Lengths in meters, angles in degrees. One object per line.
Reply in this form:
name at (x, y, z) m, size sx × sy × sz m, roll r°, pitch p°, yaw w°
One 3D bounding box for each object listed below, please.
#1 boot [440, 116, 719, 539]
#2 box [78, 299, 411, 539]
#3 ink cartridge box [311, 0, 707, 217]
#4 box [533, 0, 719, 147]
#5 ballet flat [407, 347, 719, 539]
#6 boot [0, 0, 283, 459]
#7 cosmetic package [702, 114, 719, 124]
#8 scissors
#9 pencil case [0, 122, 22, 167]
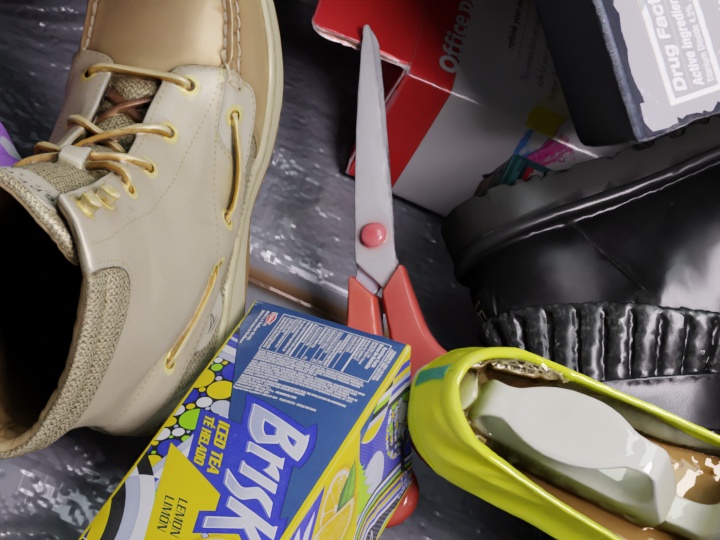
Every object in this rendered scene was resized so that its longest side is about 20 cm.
boot at (0.144, 0.029, 0.951) m, size 0.211 × 0.079 × 0.158 m, roll -17°, pitch 68°, yaw 0°
box at (-0.049, 0.100, 0.829) m, size 0.064 × 0.070 × 0.200 m, roll 15°, pitch 40°, yaw 19°
ink cartridge box at (0.068, -0.075, 1.063) m, size 0.200 × 0.067 × 0.116 m, roll 24°, pitch 43°, yaw -8°
box at (0.151, -0.169, 0.924) m, size 0.198 × 0.123 × 0.200 m, roll -18°, pitch 94°, yaw -6°
ballet flat at (0.109, 0.080, 0.859) m, size 0.200 × 0.067 × 0.067 m, roll 26°, pitch 70°, yaw 2°
boot at (-0.087, -0.039, 0.835) m, size 0.073 × 0.200 × 0.155 m, roll 7°, pitch 3°, yaw 18°
cosmetic package at (0.125, -0.149, 1.010) m, size 0.083 × 0.051 × 0.200 m, roll -40°, pitch 95°, yaw -8°
scissors at (0.000, 0.000, 0.953) m, size 0.073 × 0.014 × 0.200 m, roll -22°, pitch 66°, yaw 10°
pencil case at (-0.194, -0.075, 0.902) m, size 0.200 × 0.084 × 0.085 m, roll 51°, pitch 12°, yaw 20°
